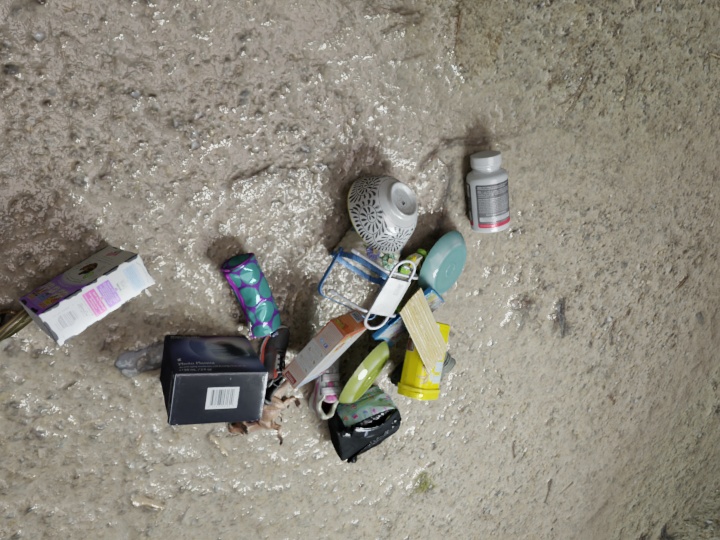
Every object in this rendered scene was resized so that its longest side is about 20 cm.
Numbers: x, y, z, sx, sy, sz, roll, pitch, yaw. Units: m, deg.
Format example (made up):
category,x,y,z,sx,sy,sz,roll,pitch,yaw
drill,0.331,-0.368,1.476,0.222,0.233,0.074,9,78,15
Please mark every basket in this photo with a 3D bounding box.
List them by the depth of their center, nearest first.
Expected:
category,x,y,z,sx,sy,sz,roll,pitch,yaw
basket,0.000,0.000,1.330,0.175,0.139,0.202,28,84,-31

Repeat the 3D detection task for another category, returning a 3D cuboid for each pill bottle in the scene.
category,x,y,z,sx,sy,sz,roll,pitch,yaw
pill bottle,0.343,-0.213,1.449,0.109,0.111,0.203,-19,115,-20

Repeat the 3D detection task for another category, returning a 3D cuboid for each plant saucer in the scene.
category,x,y,z,sx,sy,sz,roll,pitch,yaw
plant saucer,0.018,0.276,1.419,0.200,0.031,0.201,-48,162,-20
plant saucer,0.231,-0.008,1.455,0.199,0.036,0.202,-33,140,-33

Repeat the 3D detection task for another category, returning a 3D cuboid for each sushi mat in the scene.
category,x,y,z,sx,sy,sz,roll,pitch,yaw
sushi mat,0.158,0.149,1.340,0.096,0.012,0.202,-42,118,-32

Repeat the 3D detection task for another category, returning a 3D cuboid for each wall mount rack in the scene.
category,x,y,z,sx,sy,sz,roll,pitch,yaw
wall mount rack,0.034,0.036,1.248,0.172,0.075,0.202,14,117,-32

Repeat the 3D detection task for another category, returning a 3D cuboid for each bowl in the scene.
category,x,y,z,sx,sy,sz,roll,pitch,yaw
bowl,0.074,-0.151,1.285,0.199,0.094,0.204,19,60,-35

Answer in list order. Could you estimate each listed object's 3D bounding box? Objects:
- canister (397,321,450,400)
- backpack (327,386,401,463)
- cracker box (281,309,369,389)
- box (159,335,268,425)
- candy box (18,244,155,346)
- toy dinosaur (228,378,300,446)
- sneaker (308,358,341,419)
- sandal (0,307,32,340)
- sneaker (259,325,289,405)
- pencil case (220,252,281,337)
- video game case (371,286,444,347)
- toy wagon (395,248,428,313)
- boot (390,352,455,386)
category,x,y,z,sx,sy,sz,roll,pitch,yaw
canister,0.172,0.234,1.438,0.148,0.085,0.203,20,81,-60
backpack,0.012,0.413,1.478,0.198,0.127,0.168,-23,138,-19
cracker box,-0.083,0.187,1.289,0.200,0.058,0.134,-48,166,22
box,-0.333,0.236,1.204,0.197,0.198,0.125,5,104,-28
candy box,-0.522,0.039,1.032,0.200,0.166,0.072,-40,122,-31
toy dinosaur,-0.239,0.349,1.362,0.134,0.086,0.202,27,88,-24
sneaker,-0.084,0.302,1.417,0.080,0.088,0.203,-4,109,-25
sandal,-0.721,0.117,1.050,0.199,0.080,0.054,-35,97,-8
sneaker,-0.205,0.236,1.315,0.077,0.081,0.203,31,73,-48
pencil case,-0.253,0.061,1.253,0.092,0.084,0.202,-41,124,-41
video game case,0.131,0.127,1.440,0.199,0.018,0.143,-40,155,7
toy wagon,0.124,0.017,1.393,0.156,0.039,0.201,-57,158,-21
boot,0.191,0.298,1.572,0.199,0.068,0.131,-38,125,-9
